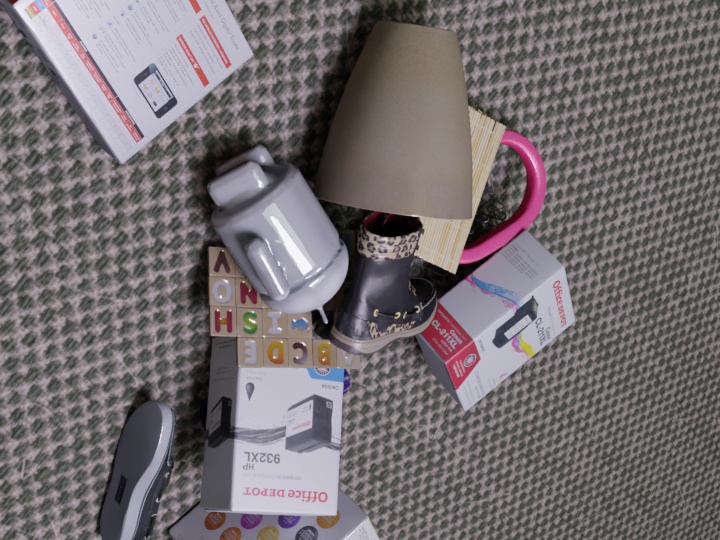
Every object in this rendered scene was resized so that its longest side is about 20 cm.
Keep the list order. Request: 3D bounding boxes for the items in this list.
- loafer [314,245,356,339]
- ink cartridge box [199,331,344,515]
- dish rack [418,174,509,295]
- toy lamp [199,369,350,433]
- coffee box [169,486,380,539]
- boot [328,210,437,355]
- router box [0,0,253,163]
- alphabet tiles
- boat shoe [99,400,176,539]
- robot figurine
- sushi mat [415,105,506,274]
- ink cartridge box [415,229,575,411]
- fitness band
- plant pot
[{"bbox_3d":[0.000,0.000,1.426,0.203,0.062,0.072,-69,164,2],"label":"loafer"},{"bbox_3d":[-0.101,0.182,1.353,0.143,0.083,0.203,10,77,-33],"label":"ink cartridge box"},{"bbox_3d":[0.142,-0.031,1.536,0.153,0.054,0.202,-37,133,-19],"label":"dish rack"},{"bbox_3d":[-0.100,0.160,1.440,0.198,0.058,0.059,-16,125,-34],"label":"toy lamp"},{"bbox_3d":[-0.087,0.376,1.477,0.197,0.199,0.201,-38,134,-16],"label":"coffee box"},{"bbox_3d":[0.042,0.002,1.350,0.199,0.073,0.153,-22,132,-51],"label":"boot"},{"bbox_3d":[-0.219,-0.234,1.107,0.179,0.049,0.201,-42,135,-14],"label":"router box"},{"bbox_3d":[-0.086,0.028,1.337,0.198,0.008,0.170,4,79,-34],"label":"alphabet tiles"},{"bbox_3d":[-0.251,0.237,1.354,0.056,0.069,0.202,1,120,-44],"label":"boat shoe"},{"bbox_3d":[-0.087,-0.036,1.270,0.112,0.170,0.201,-23,113,24],"label":"robot figurine"},{"bbox_3d":[0.113,-0.106,1.430,0.095,0.012,0.203,21,86,-26],"label":"sushi mat"},{"bbox_3d":[0.176,0.066,1.508,0.199,0.083,0.146,-38,145,-8],"label":"ink cartridge box"},{"bbox_3d":[0.151,-0.096,1.474,0.199,0.037,0.145,-32,105,-19],"label":"fitness band"},{"bbox_3d":[0.050,-0.172,1.302,0.186,0.186,0.203,2,100,-41],"label":"plant pot"}]
